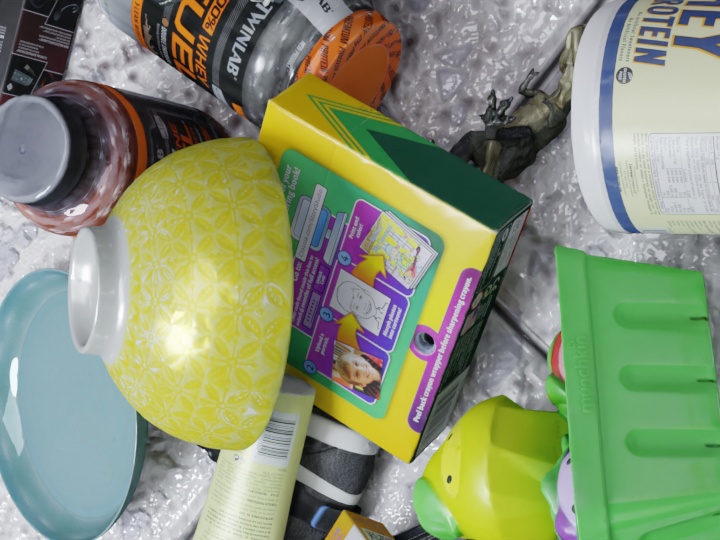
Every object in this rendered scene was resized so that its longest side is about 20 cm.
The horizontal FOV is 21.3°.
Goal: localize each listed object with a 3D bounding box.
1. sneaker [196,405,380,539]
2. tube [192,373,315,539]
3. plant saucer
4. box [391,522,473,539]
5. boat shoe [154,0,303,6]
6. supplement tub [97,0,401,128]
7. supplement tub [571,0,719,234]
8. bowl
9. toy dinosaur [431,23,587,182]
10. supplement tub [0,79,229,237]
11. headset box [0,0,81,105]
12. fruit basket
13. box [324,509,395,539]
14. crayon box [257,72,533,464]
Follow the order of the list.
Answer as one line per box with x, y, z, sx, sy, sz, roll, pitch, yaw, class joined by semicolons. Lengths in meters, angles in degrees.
-0.090;0.132;1.333;0.199;0.073;0.113;19;95;25;sneaker
-0.079;0.167;1.277;0.058;0.052;0.201;27;106;51;tube
-0.210;0.098;1.386;0.199;0.027;0.202;8;100;48;plant saucer
0.021;0.268;1.286;0.199;0.046;0.160;-28;75;21;box
-0.047;-0.199;1.214;0.199;0.076;0.061;-17;108;25;boat shoe
-0.076;-0.177;1.318;0.200;0.122;0.123;35;102;23;supplement tub
0.239;-0.094;1.149;0.199;0.145;0.146;0;87;25;supplement tub
-0.125;0.013;1.213;0.200;0.107;0.202;-178;90;-69;bowl
0.085;-0.079;1.253;0.200;0.088;0.048;-50;59;14;toy dinosaur
-0.174;-0.072;1.316;0.106;0.200;0.108;-1;87;26;supplement tub
-0.301;-0.171;1.452;0.148;0.075;0.201;17;94;25;headset box
0.122;0.106;1.171;0.214;0.156;0.217;-6;54;9;fruit basket
0.011;0.253;1.192;0.120;0.041;0.200;-58;33;11;box
0.000;0.000;1.249;0.172;0.058;0.201;32;128;17;crayon box
